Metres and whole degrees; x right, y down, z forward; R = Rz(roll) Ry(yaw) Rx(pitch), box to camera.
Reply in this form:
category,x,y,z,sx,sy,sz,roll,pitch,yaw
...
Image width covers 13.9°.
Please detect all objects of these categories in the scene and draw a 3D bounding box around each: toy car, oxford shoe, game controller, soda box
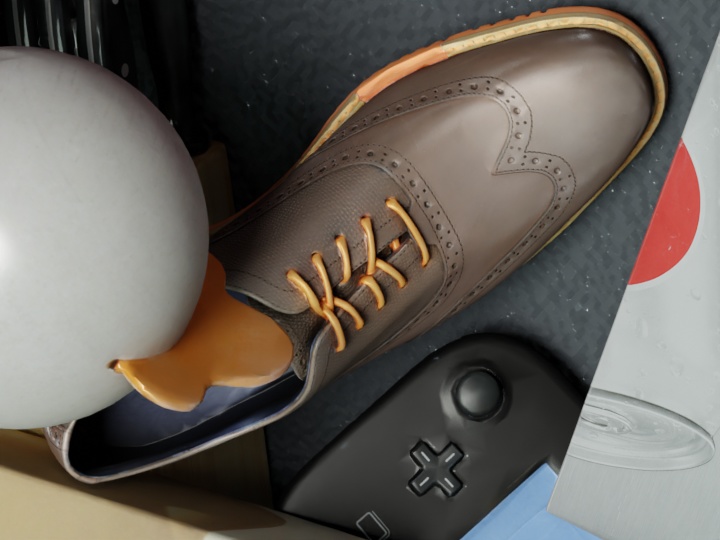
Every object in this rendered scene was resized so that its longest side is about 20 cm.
category,x,y,z,sx,sy,sz,roll,pitch,yaw
toy car,-0.105,-0.029,0.745,0.200,0.177,0.185,31,113,-13
oxford shoe,0.000,0.000,0.808,0.200,0.073,0.071,-34,109,10
game controller,0.065,0.117,0.854,0.200,0.104,0.042,49,164,0
soda box,0.115,-0.011,0.776,0.068,0.063,0.200,27,124,15

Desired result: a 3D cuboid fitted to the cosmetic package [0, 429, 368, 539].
category,x,y,z,sx,sy,sz,roll,pitch,yaw
cosmetic package,-0.098,0.102,0.838,0.199,0.071,0.106,13,92,28

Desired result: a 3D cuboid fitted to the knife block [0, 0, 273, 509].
category,x,y,z,sx,sy,sz,roll,pitch,yaw
knife block,-0.070,-0.001,0.885,0.200,0.064,0.176,46,127,3
